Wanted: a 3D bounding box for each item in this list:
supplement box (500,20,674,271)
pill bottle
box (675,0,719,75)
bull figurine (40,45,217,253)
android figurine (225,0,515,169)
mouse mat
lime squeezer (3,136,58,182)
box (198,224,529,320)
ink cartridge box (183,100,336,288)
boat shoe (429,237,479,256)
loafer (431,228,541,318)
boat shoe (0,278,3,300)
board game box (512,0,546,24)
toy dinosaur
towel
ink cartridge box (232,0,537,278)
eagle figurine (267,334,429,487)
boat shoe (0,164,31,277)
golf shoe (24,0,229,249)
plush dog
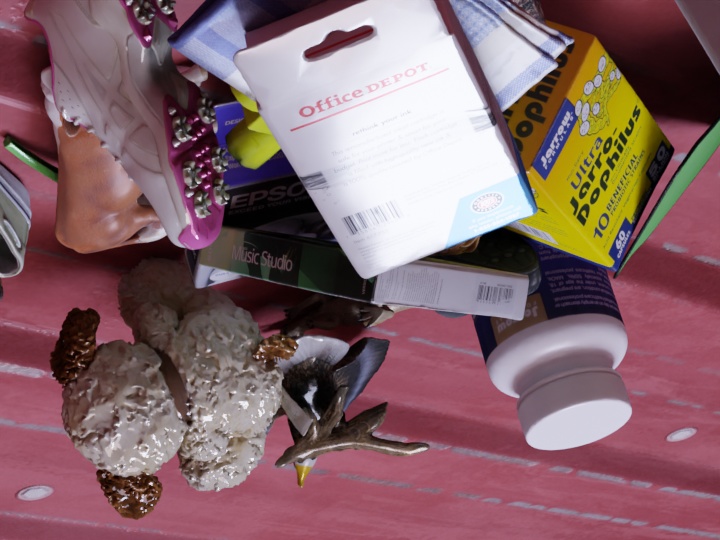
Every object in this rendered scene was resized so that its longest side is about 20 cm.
[{"bbox_3d":[0.133,-0.095,1.389,0.109,0.109,0.200,22,171,31],"label":"supplement box"},{"bbox_3d":[0.154,0.040,1.597,0.120,0.200,0.120,-12,152,-6],"label":"pill bottle"},{"bbox_3d":[0.345,-0.165,1.291,0.171,0.199,0.200,-41,144,25],"label":"box"},{"bbox_3d":[-0.164,-0.088,1.335,0.121,0.065,0.200,-8,144,-18],"label":"bull figurine"},{"bbox_3d":[0.011,-0.118,1.197,0.182,0.041,0.200,14,143,-43],"label":"android figurine"},{"bbox_3d":[0.263,-0.093,1.475,0.200,0.008,0.161,-47,168,-32],"label":"mouse mat"},{"bbox_3d":[-0.171,-0.063,1.422,0.200,0.038,0.071,1,149,-26],"label":"lime squeezer"},{"bbox_3d":[0.000,0.000,1.371,0.144,0.036,0.200,7,-179,-41],"label":"box"},{"bbox_3d":[-0.027,-0.072,1.443,0.198,0.043,0.200,-15,153,-20],"label":"ink cartridge box"},{"bbox_3d":[0.057,-0.044,1.340,0.069,0.074,0.200,22,178,-15],"label":"boat shoe"},{"bbox_3d":[0.082,0.003,1.532,0.068,0.070,0.201,-18,-165,-25],"label":"loafer"},{"bbox_3d":[-0.349,-0.003,1.411,0.072,0.076,0.200,-25,149,23],"label":"boat shoe"},{"bbox_3d":[0.008,-0.205,1.180,0.159,0.097,0.200,-20,152,11],"label":"board game box"},{"bbox_3d":[0.007,0.030,1.684,0.200,0.058,0.101,-11,168,9],"label":"toy dinosaur"},{"bbox_3d":[0.009,-0.132,1.112,0.200,0.024,0.147,28,124,-37],"label":"towel"},{"bbox_3d":[0.012,-0.095,1.085,0.116,0.068,0.200,-21,138,9],"label":"ink cartridge box"},{"bbox_3d":[-0.046,0.112,1.661,0.152,0.200,0.151,36,100,-20],"label":"eagle figurine"},{"bbox_3d":[-0.288,-0.058,1.347,0.072,0.062,0.200,-23,150,16],"label":"boat shoe"},{"bbox_3d":[-0.146,-0.104,1.214,0.091,0.200,0.075,-18,-179,22],"label":"golf shoe"},{"bbox_3d":[-0.151,0.096,1.494,0.172,0.200,0.160,-25,-172,-32],"label":"plush dog"}]
